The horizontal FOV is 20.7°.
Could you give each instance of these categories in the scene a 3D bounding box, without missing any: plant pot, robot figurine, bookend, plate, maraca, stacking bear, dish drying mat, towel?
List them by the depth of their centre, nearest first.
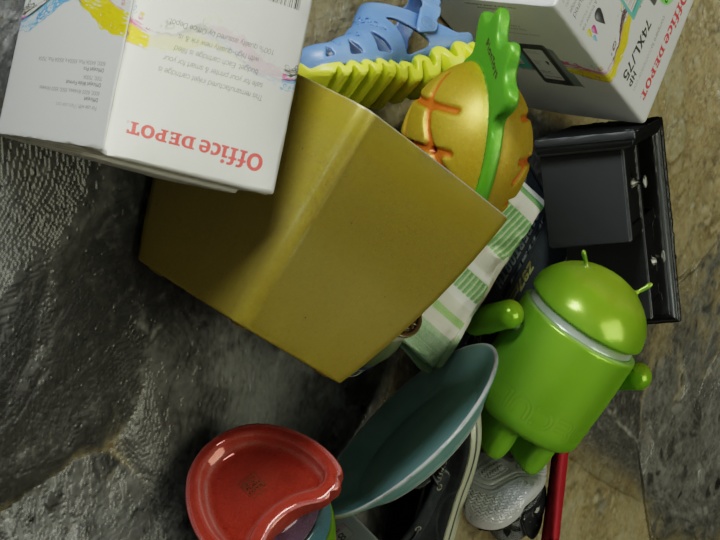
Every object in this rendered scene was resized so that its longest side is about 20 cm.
[{"bbox_3d":[-0.047,-0.035,1.486,0.200,0.199,0.177,32,88,-48],"label":"plant pot"},{"bbox_3d":[0.091,-0.116,1.590,0.106,0.138,0.201,3,132,-18],"label":"maraca"},{"bbox_3d":[-0.065,0.223,1.594,0.121,0.114,0.201,-36,141,-15],"label":"stacking bear"},{"bbox_3d":[0.046,0.139,1.650,0.026,0.200,0.200,46,58,-13],"label":"plate"},{"bbox_3d":[0.062,-0.032,1.710,0.152,0.023,0.201,43,65,-17],"label":"towel"},{"bbox_3d":[0.176,0.079,1.747,0.175,0.116,0.201,24,107,-25],"label":"robot figurine"},{"bbox_3d":[0.231,-0.034,1.817,0.200,0.091,0.201,-23,108,-73],"label":"bookend"},{"bbox_3d":[0.197,0.179,1.933,0.077,0.018,0.202,82,16,-67],"label":"dish drying mat"}]

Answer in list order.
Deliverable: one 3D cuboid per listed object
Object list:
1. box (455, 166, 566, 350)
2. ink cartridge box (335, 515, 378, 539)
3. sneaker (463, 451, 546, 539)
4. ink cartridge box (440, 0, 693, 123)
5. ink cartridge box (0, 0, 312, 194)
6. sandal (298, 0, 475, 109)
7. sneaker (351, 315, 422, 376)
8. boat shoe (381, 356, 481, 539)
[{"bbox_3d":[0.112,0.003,1.811,0.201,0.051,0.158,-60,140,-24],"label":"box"},{"bbox_3d":[0.050,0.314,1.692,0.057,0.200,0.163,-40,132,-15],"label":"ink cartridge box"},{"bbox_3d":[0.139,0.215,1.849,0.200,0.075,0.115,-56,152,-61],"label":"sneaker"},{"bbox_3d":[0.180,-0.249,1.756,0.200,0.145,0.148,41,67,-49],"label":"ink cartridge box"},{"bbox_3d":[-0.136,-0.166,1.348,0.147,0.144,0.202,13,89,-40],"label":"ink cartridge box"},{"bbox_3d":[0.015,-0.182,1.633,0.199,0.079,0.088,-13,73,-43],"label":"sandal"},{"bbox_3d":[0.000,0.000,1.617,0.067,0.090,0.201,23,41,-25],"label":"sneaker"},{"bbox_3d":[0.062,0.169,1.755,0.062,0.075,0.202,1,115,-24],"label":"boat shoe"}]
